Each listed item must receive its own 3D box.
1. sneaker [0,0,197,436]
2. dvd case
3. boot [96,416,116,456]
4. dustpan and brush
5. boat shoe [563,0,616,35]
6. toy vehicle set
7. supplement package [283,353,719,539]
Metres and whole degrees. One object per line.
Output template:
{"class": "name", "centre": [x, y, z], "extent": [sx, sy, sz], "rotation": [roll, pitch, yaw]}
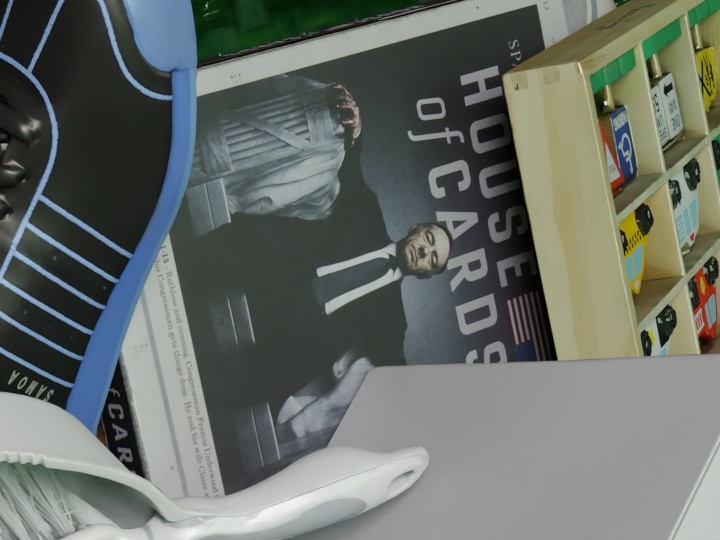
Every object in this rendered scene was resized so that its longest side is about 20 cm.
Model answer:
{"class": "sneaker", "centre": [-0.101, -0.006, 0.702], "extent": [0.078, 0.070, 0.201], "rotation": [-24, 135, -50]}
{"class": "dvd case", "centre": [0.000, 0.000, 0.807], "extent": [0.199, 0.025, 0.152], "rotation": [-18, 101, -37]}
{"class": "boot", "centre": [-0.036, 0.112, 0.845], "extent": [0.143, 0.070, 0.203], "rotation": [-19, 103, -43]}
{"class": "dustpan and brush", "centre": [-0.077, 0.073, 0.695], "extent": [0.199, 0.057, 0.140], "rotation": [-24, 144, -22]}
{"class": "boat shoe", "centre": [0.021, -0.034, 0.881], "extent": [0.072, 0.070, 0.202], "rotation": [44, 67, -34]}
{"class": "toy vehicle set", "centre": [0.100, -0.025, 0.871], "extent": [0.200, 0.026, 0.125], "rotation": [-36, 115, -65]}
{"class": "supplement package", "centre": [0.087, 0.139, 0.729], "extent": [0.200, 0.191, 0.148], "rotation": [39, 68, -25]}
